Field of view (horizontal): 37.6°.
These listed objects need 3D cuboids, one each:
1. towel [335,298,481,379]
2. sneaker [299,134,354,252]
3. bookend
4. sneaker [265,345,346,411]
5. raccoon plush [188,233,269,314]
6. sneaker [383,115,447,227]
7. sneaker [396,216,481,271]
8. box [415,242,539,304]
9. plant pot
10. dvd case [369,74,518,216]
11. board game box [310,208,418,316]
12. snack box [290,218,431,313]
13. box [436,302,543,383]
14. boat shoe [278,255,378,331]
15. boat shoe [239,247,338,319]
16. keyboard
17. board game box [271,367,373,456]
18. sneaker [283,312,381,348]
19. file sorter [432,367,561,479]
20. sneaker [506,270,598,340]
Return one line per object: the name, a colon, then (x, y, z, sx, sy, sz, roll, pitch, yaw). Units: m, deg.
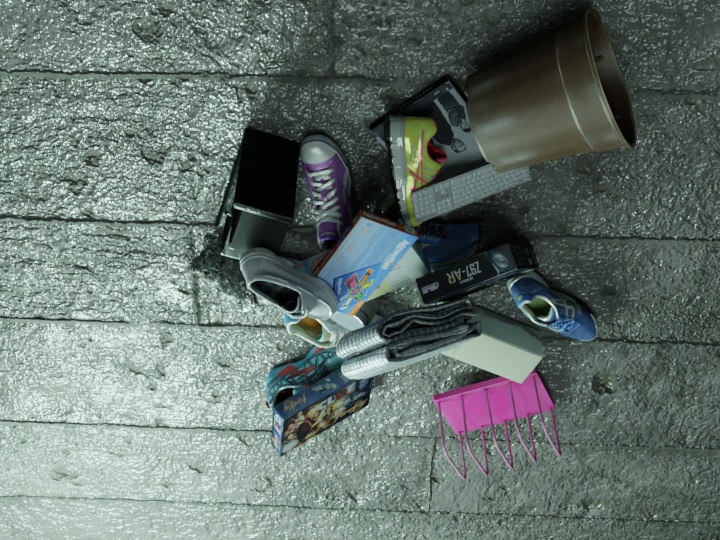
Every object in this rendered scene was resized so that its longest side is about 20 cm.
towel: (0.076, 0.105, 1.711, 0.199, 0.086, 0.165, -15, 171, -31)
sneaker: (-0.048, -0.108, 1.663, 0.072, 0.115, 0.202, -10, 126, 13)
bookend: (-0.168, -0.077, 1.637, 0.091, 0.200, 0.201, 15, 129, -12)
sneaker: (-0.088, 0.204, 1.925, 0.199, 0.096, 0.079, -31, 122, 24)
raccoon plush: (-0.201, -0.006, 1.718, 0.133, 0.097, 0.200, 32, 164, -11)
sneaker: (0.091, -0.150, 1.618, 0.089, 0.078, 0.201, -11, 133, -2)
sneaker: (0.098, -0.051, 1.725, 0.198, 0.079, 0.090, -10, 130, 11)
box: (0.192, 0.004, 1.701, 0.159, 0.200, 0.044, -22, 83, 18)
plant pot: (0.265, -0.239, 1.505, 0.197, 0.201, 0.201, -18, 126, 26)
dvd case: (0.131, -0.189, 1.646, 0.150, 0.025, 0.200, -30, 122, 23)
board game box: (-0.006, -0.008, 1.628, 0.102, 0.020, 0.200, 19, 131, -25)
snack box: (0.000, 0.000, 1.682, 0.199, 0.037, 0.116, -22, 138, 15)
box: (0.217, 0.121, 1.862, 0.199, 0.069, 0.082, 22, 128, -15)
boat shoe: (-0.059, 0.026, 1.799, 0.199, 0.070, 0.071, 31, 148, 9)
boat shoe: (-0.102, 0.036, 1.593, 0.072, 0.069, 0.200, -26, 139, 20)
keyboard: (0.171, -0.130, 1.628, 0.199, 0.011, 0.057, -21, 133, -12)
board game box: (-0.068, 0.243, 1.903, 0.199, 0.035, 0.136, -28, 150, -24)
sneaker: (-0.041, 0.103, 1.852, 0.198, 0.081, 0.077, 16, 126, -12)
file sorter: (0.254, 0.289, 1.941, 0.198, 0.126, 0.139, -17, 140, 16)
sneaker: (0.329, 0.075, 1.816, 0.199, 0.077, 0.076, 29, 123, -21)
